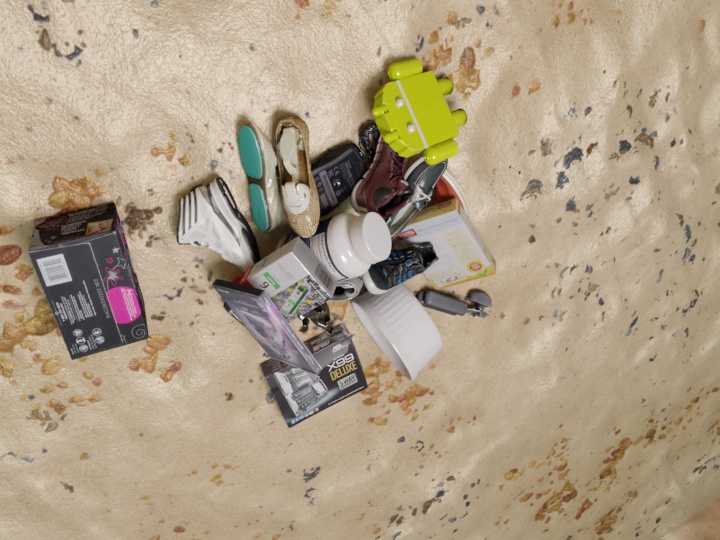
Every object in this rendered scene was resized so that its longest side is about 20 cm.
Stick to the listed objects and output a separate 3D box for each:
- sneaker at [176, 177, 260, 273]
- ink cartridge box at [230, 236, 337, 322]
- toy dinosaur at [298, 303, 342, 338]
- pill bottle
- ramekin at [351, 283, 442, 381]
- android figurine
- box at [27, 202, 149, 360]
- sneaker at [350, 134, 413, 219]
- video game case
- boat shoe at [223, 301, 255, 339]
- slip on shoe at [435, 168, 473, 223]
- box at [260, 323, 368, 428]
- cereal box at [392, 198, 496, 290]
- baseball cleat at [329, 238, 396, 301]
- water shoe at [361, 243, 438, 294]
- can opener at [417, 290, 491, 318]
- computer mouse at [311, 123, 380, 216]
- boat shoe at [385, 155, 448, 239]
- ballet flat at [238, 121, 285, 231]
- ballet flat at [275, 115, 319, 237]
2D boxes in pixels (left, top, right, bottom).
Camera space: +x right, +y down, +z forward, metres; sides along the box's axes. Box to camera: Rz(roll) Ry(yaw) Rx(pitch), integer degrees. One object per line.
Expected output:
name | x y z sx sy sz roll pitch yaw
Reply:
sneaker | -0.251 -0.055 1.060 0.113 0.076 0.203 -21 123 2
ink cartridge box | -0.147 0.037 1.046 0.198 0.051 0.109 -29 114 29
toy dinosaur | -0.092 0.074 1.188 0.198 0.103 0.077 19 121 -47
pill bottle | -0.047 -0.035 1.071 0.197 0.113 0.111 -16 137 36
ramekin | 0.077 0.111 1.226 0.097 0.200 0.202 -37 127 -9
android figurine | 0.100 -0.271 1.046 0.198 0.041 0.186 -24 91 -36
box | -0.430 0.016 0.977 0.129 0.115 0.204 -14 122 -15
sneaker | 0.069 -0.175 1.064 0.075 0.115 0.203 23 96 -39
video game case | -0.161 0.099 1.059 0.019 0.141 0.202 -50 129 -27
boat shoe | -0.183 0.111 1.175 0.060 0.074 0.201 -39 124 1
slip on shoe | 0.175 -0.130 1.208 0.060 0.074 0.202 -29 131 -2
box | -0.095 0.225 1.297 0.197 0.050 0.160 -24 125 -10
cereal box | 0.171 -0.048 1.227 0.141 0.040 0.201 -15 134 29
baseball cleat | 0.000 0.000 1.173 0.198 0.106 0.070 -35 124 -7
water shoe | 0.075 -0.015 1.139 0.078 0.073 0.199 -29 177 37
can opener | 0.215 0.065 1.362 0.197 0.053 0.069 18 78 -32
computer mouse | -0.039 -0.167 1.099 0.198 0.052 0.141 -32 126 -21
boat shoe | 0.099 -0.136 1.132 0.074 0.061 0.200 4 140 -40
ballet flat | -0.164 -0.164 1.042 0.062 0.067 0.204 -34 136 -38
ballet flat | -0.111 -0.156 1.005 0.069 0.065 0.205 -10 88 16
